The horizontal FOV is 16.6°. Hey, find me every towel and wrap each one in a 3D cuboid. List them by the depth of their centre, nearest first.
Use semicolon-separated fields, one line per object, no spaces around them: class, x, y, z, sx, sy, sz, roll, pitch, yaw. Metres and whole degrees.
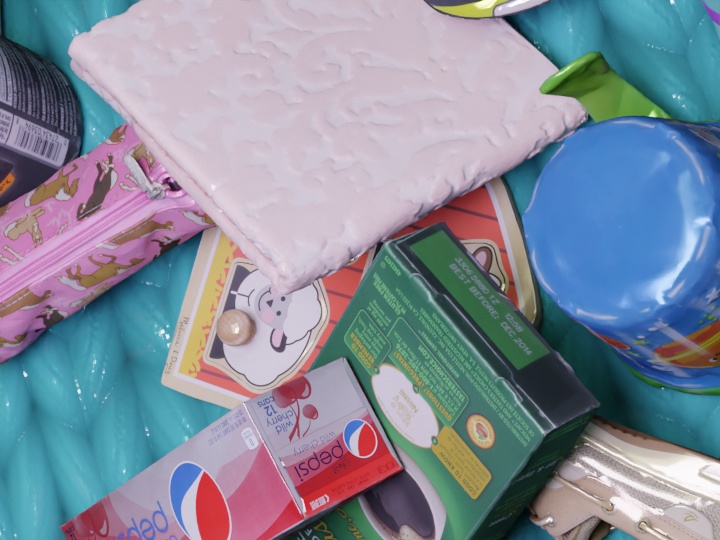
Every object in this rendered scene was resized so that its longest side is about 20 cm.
towel;-0.017;-0.093;1.249;0.200;0.032;0.191;-31;60;-27

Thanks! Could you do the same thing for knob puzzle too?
knob puzzle;0.000;0.000;1.285;0.219;0.030;0.221;-5;77;23

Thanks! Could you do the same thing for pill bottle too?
pill bottle;-0.241;-0.092;1.317;0.106;0.200;0.107;-5;77;24

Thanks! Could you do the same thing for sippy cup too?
sippy cup;0.144;-0.014;1.160;0.177;0.130;0.140;25;94;31

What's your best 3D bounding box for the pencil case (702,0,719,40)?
pencil case;0.209;-0.068;1.084;0.092;0.085;0.201;-14;102;59

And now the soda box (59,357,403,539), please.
soda box;-0.067;0.113;1.215;0.200;0.070;0.064;-36;80;51

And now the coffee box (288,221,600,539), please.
coffee box;0.024;0.084;1.188;0.123;0.044;0.200;49;137;20

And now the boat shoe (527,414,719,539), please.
boat shoe;0.107;0.103;1.195;0.199;0.072;0.065;19;87;21

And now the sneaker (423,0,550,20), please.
sneaker;0.105;-0.203;1.239;0.200;0.081;0.074;-37;26;8

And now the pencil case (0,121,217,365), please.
pencil case;-0.148;-0.020;1.315;0.200;0.086;0.083;-30;55;25
